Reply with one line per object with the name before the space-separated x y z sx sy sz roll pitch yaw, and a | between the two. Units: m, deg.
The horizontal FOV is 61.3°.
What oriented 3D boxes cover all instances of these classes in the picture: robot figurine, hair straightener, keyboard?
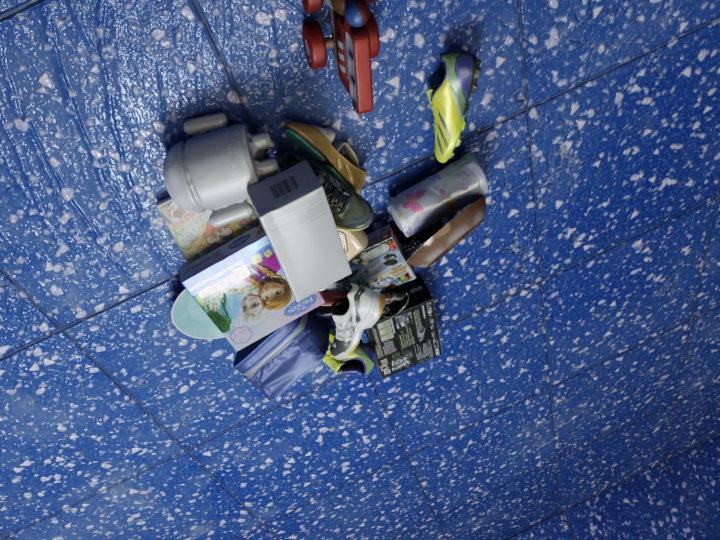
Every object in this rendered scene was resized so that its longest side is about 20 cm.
robot figurine | -0.227 -0.161 0.965 0.194 0.113 0.175 -17 92 1
hair straightener | 0.007 0.072 1.268 0.194 0.042 0.078 -7 139 -9
keyboard | 0.086 -0.043 1.267 0.195 0.040 0.106 -22 134 -3

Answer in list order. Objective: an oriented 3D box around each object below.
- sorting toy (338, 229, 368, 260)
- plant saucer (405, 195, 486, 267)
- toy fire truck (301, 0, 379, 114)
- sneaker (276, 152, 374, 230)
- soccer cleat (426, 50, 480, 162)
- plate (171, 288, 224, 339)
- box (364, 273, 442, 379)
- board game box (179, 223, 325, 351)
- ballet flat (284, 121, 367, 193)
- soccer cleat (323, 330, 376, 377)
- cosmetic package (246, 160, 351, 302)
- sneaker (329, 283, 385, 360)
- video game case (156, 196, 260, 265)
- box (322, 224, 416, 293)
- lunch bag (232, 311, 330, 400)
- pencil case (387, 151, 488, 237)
sorting toy | -0.109 -0.058 1.143 0.199 0.037 0.186 -40 118 6
plant saucer | 0.174 -0.065 1.179 0.199 0.037 0.201 -39 173 -5
toy fire truck | -0.016 -0.348 0.858 0.109 0.170 0.204 -13 134 -11
sneaker | -0.063 -0.132 1.029 0.196 0.081 0.075 28 84 -6
soccer cleat | 0.151 -0.286 1.065 0.081 0.066 0.204 11 132 1
plate | -0.274 0.064 1.197 0.195 0.026 0.203 -16 142 -13
box | 0.091 0.131 1.390 0.160 0.087 0.203 -22 135 -4
board game box | -0.189 0.029 1.098 0.196 0.042 0.202 -28 131 1
ballet flat | -0.056 -0.208 1.055 0.064 0.068 0.199 -57 136 -8
soccer cleat | -0.062 0.179 1.325 0.194 0.085 0.066 13 142 11
cosmetic package | -0.094 -0.058 0.981 0.110 0.082 0.203 -25 138 -9
sneaker | -0.027 0.097 1.216 0.086 0.077 0.202 25 129 -10
video game case | -0.227 -0.078 1.071 0.196 0.023 0.185 -24 116 -1
box | 0.000 0.000 1.240 0.195 0.041 0.138 -23 137 14
lunch bag | -0.172 0.154 1.251 0.199 0.137 0.133 -40 108 13
pencil case | 0.148 -0.146 1.163 0.197 0.092 0.083 -30 151 4
